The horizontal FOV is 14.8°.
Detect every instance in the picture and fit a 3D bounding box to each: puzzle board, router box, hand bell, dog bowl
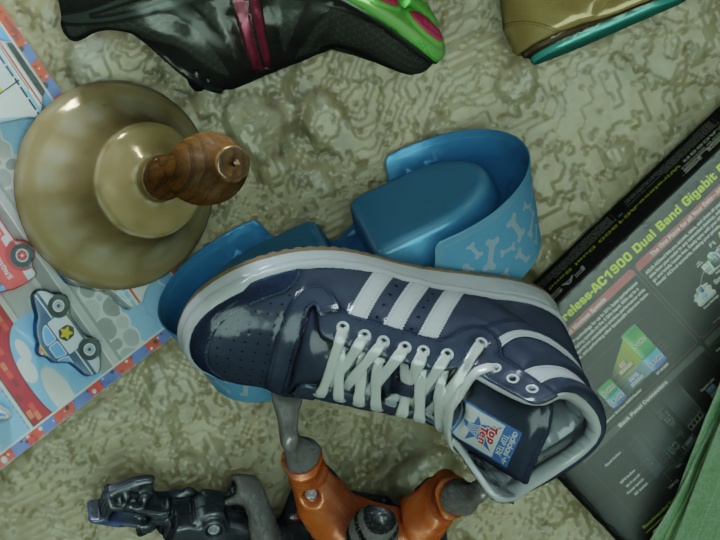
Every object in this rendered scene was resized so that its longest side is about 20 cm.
[{"bbox_3d":[-0.187,-0.018,1.363,0.150,0.017,0.201,-38,103,-16],"label":"puzzle board"},{"bbox_3d":[0.170,0.037,1.408,0.200,0.062,0.150,-43,102,2],"label":"router box"},{"bbox_3d":[-0.087,-0.045,1.286,0.103,0.200,0.105,1,89,-21],"label":"hand bell"},{"bbox_3d":[0.000,0.000,1.364,0.199,0.112,0.050,-26,117,-1],"label":"dog bowl"}]

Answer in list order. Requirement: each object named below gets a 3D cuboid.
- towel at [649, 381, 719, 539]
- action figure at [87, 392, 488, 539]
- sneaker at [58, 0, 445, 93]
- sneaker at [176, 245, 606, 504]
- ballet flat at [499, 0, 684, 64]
[{"bbox_3d":[0.247,0.093,1.392,0.199,0.023,0.153,6,116,-32],"label":"towel"},{"bbox_3d":[-0.032,0.139,1.362,0.199,0.105,0.194,5,136,-12],"label":"action figure"},{"bbox_3d":[-0.056,-0.128,1.360,0.199,0.077,0.084,12,116,-5],"label":"sneaker"},{"bbox_3d":[0.020,0.050,1.271,0.199,0.109,0.070,3,125,-24],"label":"sneaker"},{"bbox_3d":[0.163,-0.161,1.374,0.199,0.069,0.063,-17,85,-4],"label":"ballet flat"}]
